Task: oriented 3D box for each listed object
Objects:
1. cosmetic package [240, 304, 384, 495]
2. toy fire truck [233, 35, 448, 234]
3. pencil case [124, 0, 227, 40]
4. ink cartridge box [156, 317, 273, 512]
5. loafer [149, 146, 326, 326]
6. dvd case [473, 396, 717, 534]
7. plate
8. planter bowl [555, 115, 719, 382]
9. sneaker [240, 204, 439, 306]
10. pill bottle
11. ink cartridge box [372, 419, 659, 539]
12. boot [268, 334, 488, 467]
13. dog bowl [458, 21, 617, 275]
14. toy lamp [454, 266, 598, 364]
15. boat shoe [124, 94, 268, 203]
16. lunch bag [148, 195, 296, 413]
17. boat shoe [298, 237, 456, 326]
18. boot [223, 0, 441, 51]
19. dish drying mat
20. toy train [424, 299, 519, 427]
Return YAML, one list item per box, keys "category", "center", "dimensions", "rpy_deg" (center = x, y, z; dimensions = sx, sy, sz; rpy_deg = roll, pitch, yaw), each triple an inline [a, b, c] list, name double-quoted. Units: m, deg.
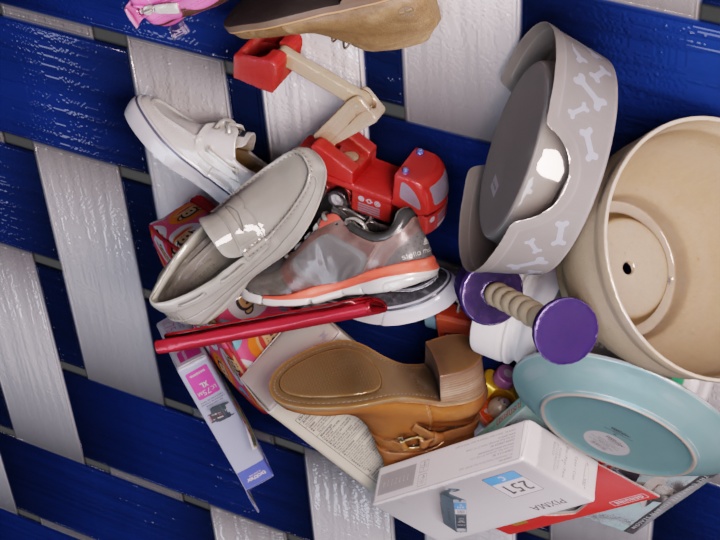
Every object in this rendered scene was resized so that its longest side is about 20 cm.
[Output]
- category: "cosmetic package"
  center: [-0.009, 0.130, 1.609]
  dimensions: [0.200, 0.105, 0.071]
  rpy_deg: [44, 178, -38]
- category: "toy fire truck"
  center: [-0.014, -0.121, 1.474]
  dimensions: [0.200, 0.049, 0.141]
  rpy_deg: [21, 138, 18]
- category: "pencil case"
  center: [-0.109, -0.258, 1.379]
  dimensions: [0.200, 0.094, 0.091]
  rpy_deg: [-16, 118, 42]
- category: "ink cartridge box"
  center: [-0.148, 0.148, 1.783]
  dimensions: [0.200, 0.042, 0.119]
  rpy_deg: [66, 174, -28]
- category: "loafer"
  center: [-0.107, -0.030, 1.476]
  dimensions: [0.200, 0.070, 0.070]
  rpy_deg: [-50, 59, 15]
- category: "dvd case"
  center: [0.207, 0.177, 1.545]
  dimensions: [0.200, 0.022, 0.146]
  rpy_deg: [21, 140, -18]
- category: "plate"
  center: [0.216, 0.128, 1.391]
  dimensions: [0.200, 0.026, 0.200]
  rpy_deg: [20, 156, 10]
- category: "planter bowl"
  center: [0.235, -0.009, 1.310]
  dimensions: [0.200, 0.200, 0.135]
  rpy_deg: [48, 155, -13]
- category: "sneaker"
  center: [-0.023, -0.017, 1.497]
  dimensions: [0.200, 0.077, 0.082]
  rpy_deg: [-9, 95, 29]
- category: "pill bottle"
  center: [0.203, 0.059, 1.442]
  dimensions: [0.200, 0.113, 0.113]
  rpy_deg: [20, 137, 19]
- category: "ink cartridge box"
  center: [0.141, 0.211, 1.541]
  dimensions: [0.176, 0.045, 0.200]
  rpy_deg: [31, 145, -29]
- category: "boot"
  center: [0.019, 0.133, 1.541]
  dimensions: [0.200, 0.074, 0.155]
  rpy_deg: [-5, 142, -3]
- category: "dog bowl"
  center: [0.137, -0.087, 1.297]
  dimensions: [0.059, 0.200, 0.200]
  rpy_deg: [16, 140, -10]
- category: "toy lamp"
  center: [0.122, 0.028, 1.327]
  dimensions: [0.058, 0.058, 0.200]
  rpy_deg: [51, 174, -17]
- category: "boat shoe"
  center: [-0.126, -0.108, 1.564]
  dimensions: [0.200, 0.071, 0.070]
  rpy_deg: [40, 112, 2]
- category: "lunch bag"
  center: [-0.131, 0.030, 1.648]
  dimensions: [0.176, 0.082, 0.200]
  rpy_deg: [33, 151, 55]
- category: "boat shoe"
  center: [0.000, 0.000, 1.569]
  dimensions: [0.200, 0.072, 0.068]
  rpy_deg: [8, 134, 39]
- category: "boot"
  center: [-0.025, -0.207, 1.392]
  dimensions: [0.200, 0.074, 0.075]
  rpy_deg: [-4, 135, 35]
- category: "dish drying mat"
  center: [-0.080, 0.048, 1.510]
  dimensions: [0.200, 0.077, 0.018]
  rpy_deg: [-11, 86, 12]
- category: "toy train"
  center: [0.148, 0.104, 1.568]
  dimensions: [0.200, 0.056, 0.150]
  rpy_deg: [17, 136, 23]
